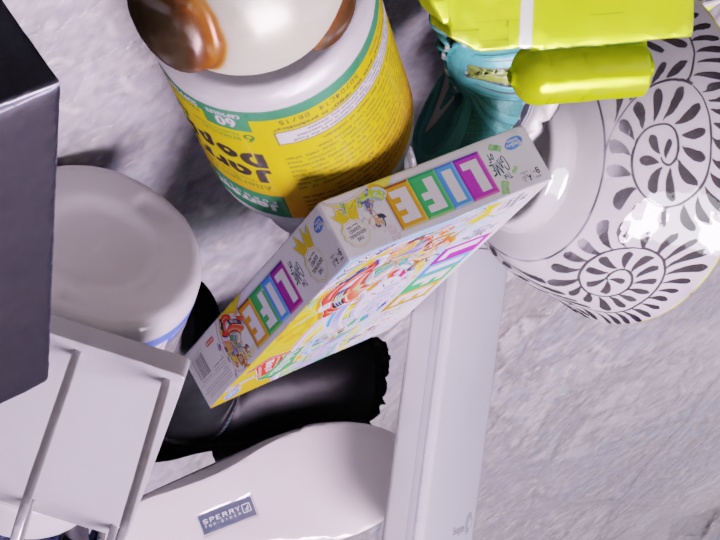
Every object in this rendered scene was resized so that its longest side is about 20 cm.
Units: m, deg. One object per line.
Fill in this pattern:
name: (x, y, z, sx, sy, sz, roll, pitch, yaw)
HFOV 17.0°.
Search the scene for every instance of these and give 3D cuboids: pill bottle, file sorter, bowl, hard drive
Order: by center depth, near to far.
file sorter: (-0.204, 0.100, 1.170, 0.199, 0.125, 0.139, 18, 136, -6)
pill bottle: (-0.033, -0.092, 1.206, 0.112, 0.113, 0.200, -35, 156, -5)
pill bottle: (-0.162, 0.049, 1.280, 0.113, 0.114, 0.200, -19, 150, -35)
bowl: (0.112, -0.070, 1.334, 0.094, 0.201, 0.201, -1, 139, -39)
hard drive: (0.053, 0.066, 1.431, 0.132, 0.027, 0.202, 2, 96, -72)

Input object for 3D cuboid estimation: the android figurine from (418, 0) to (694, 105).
android figurine: (0.101, -0.170, 1.148, 0.199, 0.041, 0.183, -4, 111, -19)

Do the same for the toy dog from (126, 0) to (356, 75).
toy dog: (-0.029, -0.175, 0.983, 0.139, 0.194, 0.201, -27, 150, -49)

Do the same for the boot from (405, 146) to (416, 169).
boot: (0.018, -0.045, 1.426, 0.095, 0.074, 0.200, -32, 164, -26)

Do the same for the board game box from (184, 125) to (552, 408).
board game box: (0.000, 0.000, 1.274, 0.134, 0.034, 0.200, -23, 167, -32)

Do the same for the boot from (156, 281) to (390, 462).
boot: (-0.061, 0.060, 1.432, 0.161, 0.074, 0.199, -3, 151, -18)

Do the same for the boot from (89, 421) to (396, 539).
boot: (-0.070, 0.140, 1.453, 0.199, 0.073, 0.090, -14, 179, -15)

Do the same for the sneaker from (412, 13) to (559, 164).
sneaker: (0.068, -0.126, 1.245, 0.079, 0.078, 0.200, 0, 138, -29)

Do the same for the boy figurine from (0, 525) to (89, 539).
boy figurine: (-0.257, 0.166, 1.392, 0.199, 0.064, 0.125, -12, 121, -17)

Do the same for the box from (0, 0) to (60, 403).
box: (-0.214, -0.057, 0.919, 0.123, 0.197, 0.200, -26, 154, -24)

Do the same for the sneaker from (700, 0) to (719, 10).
sneaker: (0.210, -0.185, 1.419, 0.199, 0.076, 0.077, -32, 155, -8)
